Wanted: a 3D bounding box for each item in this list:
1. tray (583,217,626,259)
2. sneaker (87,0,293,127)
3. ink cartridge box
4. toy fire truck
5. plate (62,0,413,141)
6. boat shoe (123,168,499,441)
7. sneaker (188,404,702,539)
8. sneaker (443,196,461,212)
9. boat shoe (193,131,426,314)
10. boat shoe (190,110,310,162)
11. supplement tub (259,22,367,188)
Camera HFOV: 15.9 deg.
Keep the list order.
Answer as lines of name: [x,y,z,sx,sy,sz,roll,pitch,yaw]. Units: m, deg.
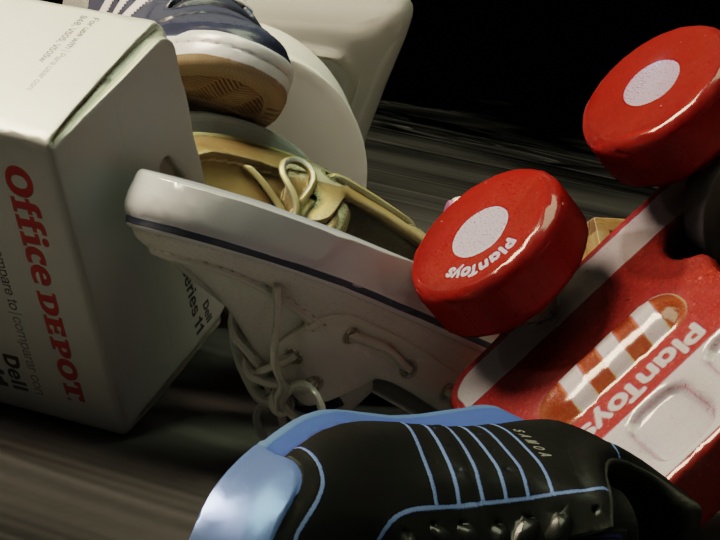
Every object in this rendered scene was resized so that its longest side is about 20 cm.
tray: [0.182,0.035,1.094,0.199,0.099,0.037,3,-25,-28]
sneaker: [-0.073,-0.122,1.128,0.070,0.109,0.200,25,-9,-24]
ink cartridge box: [-0.164,-0.032,1.004,0.199,0.147,0.083,11,43,26]
toy fire truck: [0.124,0.012,0.909,0.112,0.200,0.168,51,-3,-29]
plate: [-0.085,-0.087,1.494,0.198,0.200,0.032,5,45,-16]
boat shoe: [-0.015,0.030,0.973,0.201,0.087,0.074,24,-3,-40]
sneaker: [0.029,0.079,0.747,0.077,0.071,0.200,15,15,30]
sneaker: [0.085,0.010,1.262,0.088,0.081,0.200,15,7,-5]
boat shoe: [0.000,0.003,1.054,0.200,0.074,0.063,33,-15,-19]
boat shoe: [-0.032,-0.004,1.132,0.200,0.071,0.091,34,-12,-28]
supplement tub: [-0.084,-0.062,1.333,0.144,0.146,0.200,5,9,-20]
